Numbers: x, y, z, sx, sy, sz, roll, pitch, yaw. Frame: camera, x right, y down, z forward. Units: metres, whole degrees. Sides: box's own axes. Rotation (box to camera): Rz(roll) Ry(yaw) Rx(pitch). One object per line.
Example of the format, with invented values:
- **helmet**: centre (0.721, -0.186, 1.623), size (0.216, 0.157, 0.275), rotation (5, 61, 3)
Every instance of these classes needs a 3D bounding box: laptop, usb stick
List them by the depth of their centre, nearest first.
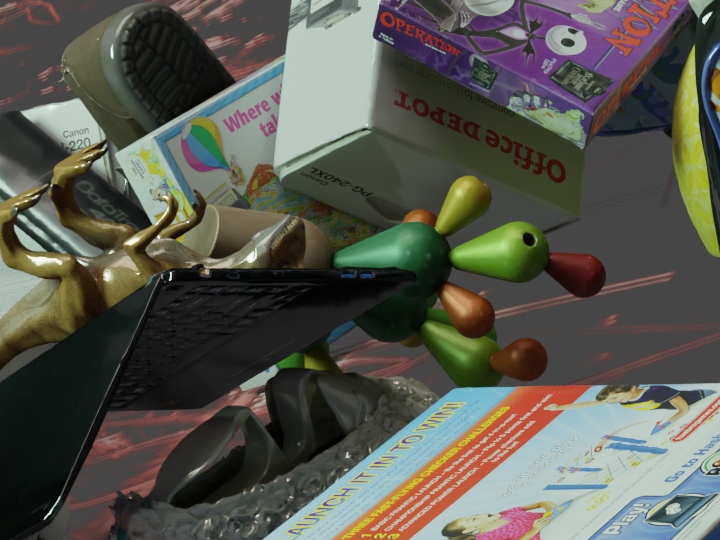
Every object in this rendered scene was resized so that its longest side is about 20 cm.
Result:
- **laptop**: centre (-0.094, 0.074, 1.174), size (0.199, 0.104, 0.177), rotation (0, -20, -38)
- **usb stick**: centre (-0.130, -0.015, 1.444), size (0.200, 0.033, 0.055), rotation (38, 48, 21)

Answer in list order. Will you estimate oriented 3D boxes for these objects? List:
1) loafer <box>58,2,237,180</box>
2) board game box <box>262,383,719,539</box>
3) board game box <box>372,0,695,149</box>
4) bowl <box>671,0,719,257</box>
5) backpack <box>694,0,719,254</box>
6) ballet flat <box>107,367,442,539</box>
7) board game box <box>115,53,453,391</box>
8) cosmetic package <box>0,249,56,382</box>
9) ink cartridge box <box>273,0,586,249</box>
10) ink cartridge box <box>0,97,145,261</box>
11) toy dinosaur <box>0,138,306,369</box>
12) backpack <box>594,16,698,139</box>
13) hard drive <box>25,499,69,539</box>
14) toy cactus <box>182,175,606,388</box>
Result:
- **loafer**: centre (-0.085, -0.063, 1.460), size (0.071, 0.200, 0.073), rotation (5, 49, 42)
- **board game box**: centre (0.059, 0.109, 1.005), size (0.195, 0.056, 0.200), rotation (-3, 23, 43)
- **board game box**: centre (0.107, -0.149, 1.368), size (0.120, 0.032, 0.200), rotation (31, 50, 12)
- **bowl**: centre (0.217, -0.107, 1.323), size (0.200, 0.108, 0.200), rotation (-35, 9, 6)
- **backpack**: centre (0.229, -0.033, 1.055), size (0.190, 0.201, 0.154), rotation (-11, 22, 3)
- **ballet flat**: centre (-0.032, 0.080, 1.184), size (0.072, 0.072, 0.200), rotation (-4, 22, 42)
- **board game box**: centre (-0.017, -0.044, 1.429), size (0.200, 0.135, 0.034), rotation (-34, 9, -41)
- **cosmetic package**: centre (-0.197, 0.060, 1.415), size (0.101, 0.071, 0.200), rotation (-13, 17, 16)
- **ink cartridge box**: centre (0.043, -0.124, 1.424), size (0.145, 0.201, 0.083), rotation (21, -27, -34)
- **ink cartridge box**: centre (-0.142, -0.052, 1.590), size (0.145, 0.085, 0.200), rotation (-10, -2, 28)
- **toy dinosaur**: centre (-0.120, 0.010, 1.210), size (0.199, 0.106, 0.060), rotation (-18, 19, 27)
- **backpack**: centre (0.167, -0.151, 1.547), size (0.154, 0.163, 0.200), rotation (-38, 14, -12)
- **hard drive**: centre (-0.234, 0.151, 1.248), size (0.199, 0.027, 0.132), rotation (-17, 17, 8)
- **toy cactus**: centre (0.000, 0.000, 1.270), size (0.165, 0.103, 0.200), rotation (19, -15, -31)
